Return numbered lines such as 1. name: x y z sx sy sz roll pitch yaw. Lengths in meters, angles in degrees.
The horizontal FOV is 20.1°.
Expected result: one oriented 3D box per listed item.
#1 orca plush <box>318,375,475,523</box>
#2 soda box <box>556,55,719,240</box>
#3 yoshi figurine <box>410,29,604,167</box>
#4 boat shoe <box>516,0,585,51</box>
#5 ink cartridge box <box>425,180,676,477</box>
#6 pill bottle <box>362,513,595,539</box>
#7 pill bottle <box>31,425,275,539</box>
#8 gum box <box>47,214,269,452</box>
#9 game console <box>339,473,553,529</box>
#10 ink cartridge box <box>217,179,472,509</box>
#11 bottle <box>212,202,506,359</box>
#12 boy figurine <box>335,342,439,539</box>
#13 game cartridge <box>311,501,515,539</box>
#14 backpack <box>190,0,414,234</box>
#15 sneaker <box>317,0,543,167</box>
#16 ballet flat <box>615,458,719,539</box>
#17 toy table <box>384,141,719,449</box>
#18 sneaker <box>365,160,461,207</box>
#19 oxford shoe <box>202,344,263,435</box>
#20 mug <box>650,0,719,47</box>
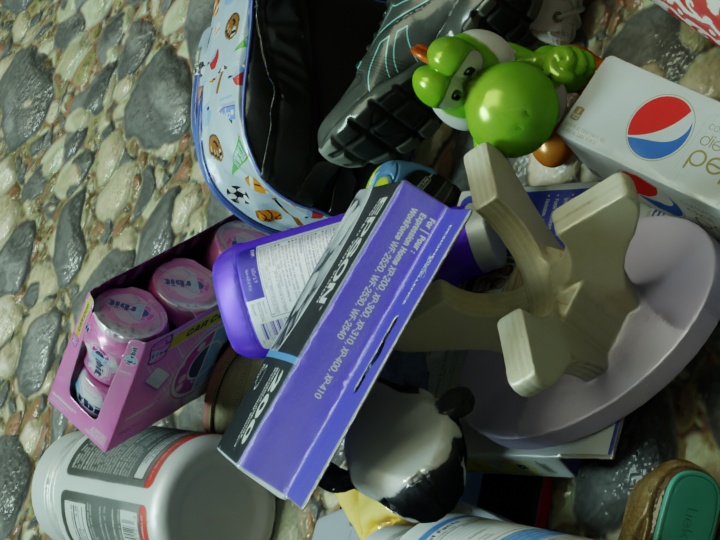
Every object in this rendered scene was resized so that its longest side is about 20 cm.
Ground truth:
1. orca plush: 0.020 0.120 1.227 0.105 0.072 0.199 -35 21 -22
2. soda box: 0.218 -0.061 1.237 0.199 0.068 0.064 30 83 42
3. yoshi figurine: 0.109 -0.106 1.333 0.111 0.199 0.114 -4 87 31
4. boat shoe: 0.131 -0.186 1.454 0.200 0.071 0.070 -44 63 21
5. ink cartridge box: 0.123 0.038 1.343 0.199 0.047 0.199 -1 64 44
6. pill bottle: 0.076 0.201 1.172 0.199 0.112 0.113 1 72 56
7. pill bottle: -0.166 0.178 1.575 0.199 0.115 0.117 2 73 51
8. gum box: -0.141 0.044 1.525 0.066 0.200 0.114 38 129 18
9. game console: 0.046 0.200 1.376 0.199 0.031 0.179 -12 63 47
10. ink cartridge box: -0.016 0.040 1.228 0.199 0.043 0.200 -60 9 -6
11. bottle: 0.000 0.000 1.382 0.198 0.065 0.084 -16 89 18
12. boy figurine: 0.015 0.129 1.320 0.124 0.064 0.202 -32 50 52
13. game cartridge: 0.033 0.216 1.335 0.199 0.041 0.134 -5 68 49
14. backpack: -0.043 -0.120 1.528 0.154 0.199 0.192 -33 45 53
15. sneaker: 0.042 -0.155 1.434 0.200 0.075 0.080 -42 53 13
16. ballet flat: 0.163 0.210 1.209 0.072 0.067 0.202 165 121 -69
17. toy table: 0.114 0.020 1.239 0.200 0.117 0.185 -41 42 18
18. sneaker: 0.028 0.024 1.453 0.071 0.082 0.202 -127 49 -78
19. oxford shoe: -0.057 0.070 1.540 0.075 0.070 0.201 43 125 16
20. mug: 0.245 -0.228 1.283 0.178 0.133 0.200 -56 42 15
